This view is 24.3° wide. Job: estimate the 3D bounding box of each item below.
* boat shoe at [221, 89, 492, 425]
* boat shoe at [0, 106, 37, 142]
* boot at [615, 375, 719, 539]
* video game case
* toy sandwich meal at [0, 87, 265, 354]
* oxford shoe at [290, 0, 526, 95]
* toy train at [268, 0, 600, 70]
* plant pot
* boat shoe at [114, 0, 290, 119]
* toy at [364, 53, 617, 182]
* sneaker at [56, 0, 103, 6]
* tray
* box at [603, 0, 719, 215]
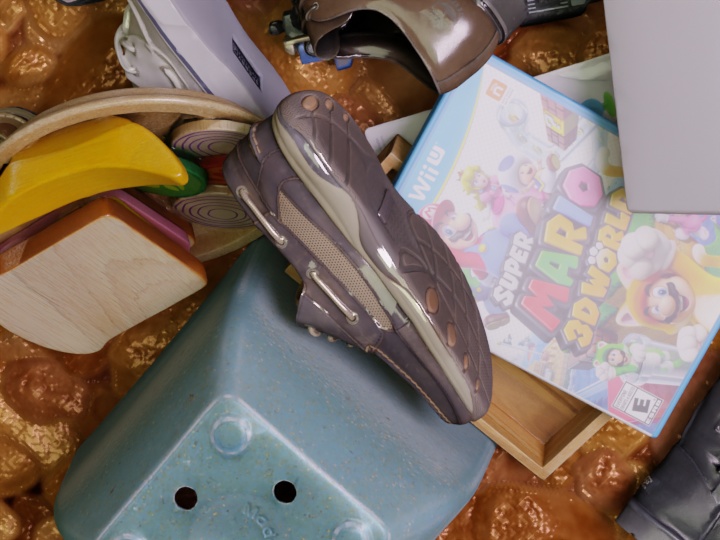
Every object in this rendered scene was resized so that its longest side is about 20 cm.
[{"bbox_3d":[0.000,0.000,0.884,0.073,0.075,0.201,-26,105,25],"label":"boat shoe"},{"bbox_3d":[-0.251,-0.008,0.993,0.075,0.074,0.201,29,99,0],"label":"boat shoe"},{"bbox_3d":[0.272,0.113,0.983,0.164,0.066,0.200,35,94,-3],"label":"boot"},{"bbox_3d":[0.112,-0.014,0.926,0.199,0.018,0.144,28,96,-8],"label":"video game case"},{"bbox_3d":[-0.127,-0.025,0.932,0.204,0.205,0.071,-12,63,6],"label":"toy sandwich meal"},{"bbox_3d":[-0.016,-0.162,0.890,0.200,0.073,0.085,35,78,20],"label":"oxford shoe"},{"bbox_3d":[0.045,-0.151,0.975,0.199,0.034,0.046,-10,109,5],"label":"toy train"},{"bbox_3d":[-0.053,0.124,0.934,0.196,0.200,0.196,41,98,-3],"label":"plant pot"},{"bbox_3d":[-0.103,-0.123,0.937,0.069,0.071,0.200,-19,136,18],"label":"boat shoe"},{"bbox_3d":[0.116,-0.063,0.968,0.199,0.047,0.116,-15,110,17],"label":"toy"},{"bbox_3d":[-0.144,-0.191,0.971,0.199,0.080,0.087,18,122,0],"label":"sneaker"},{"bbox_3d":[0.065,0.023,0.972,0.200,0.037,0.099,39,115,-10],"label":"tray"},{"bbox_3d":[0.238,-0.119,0.879,0.199,0.106,0.153,-12,98,-33],"label":"box"}]
